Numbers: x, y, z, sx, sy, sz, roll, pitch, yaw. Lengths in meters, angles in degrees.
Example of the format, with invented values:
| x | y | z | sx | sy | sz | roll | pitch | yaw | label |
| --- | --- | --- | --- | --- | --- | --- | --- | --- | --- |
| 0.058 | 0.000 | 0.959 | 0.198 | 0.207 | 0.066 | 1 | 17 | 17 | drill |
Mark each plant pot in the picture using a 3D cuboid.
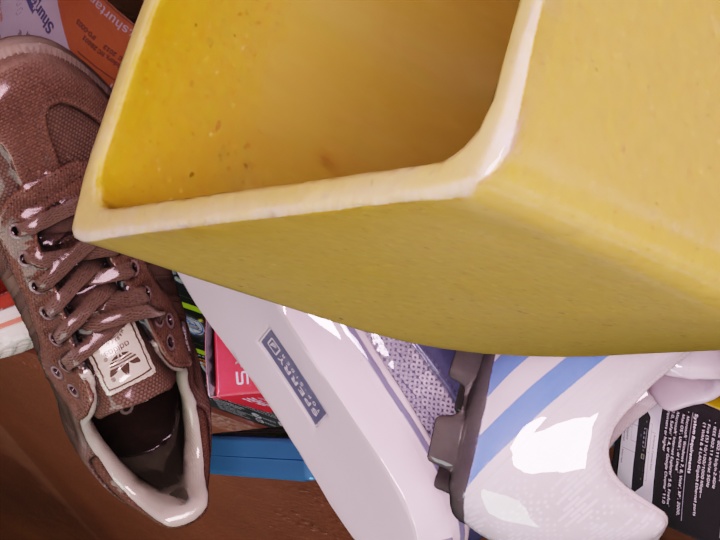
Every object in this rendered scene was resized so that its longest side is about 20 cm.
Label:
| x | y | z | sx | sy | sz | roll | pitch | yaw | label |
| --- | --- | --- | --- | --- | --- | --- | --- | --- | --- |
| 0.073 | -0.066 | 0.784 | 0.200 | 0.196 | 0.194 | 27 | 162 | -31 | plant pot |

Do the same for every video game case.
| x | y | z | sx | sy | sz | roll | pitch | yaw | label |
| --- | --- | --- | --- | --- | --- | --- | --- | --- | --- |
| 0.049 | 0.065 | 1.127 | 0.200 | 0.018 | 0.143 | -5 | 179 | -20 | video game case |

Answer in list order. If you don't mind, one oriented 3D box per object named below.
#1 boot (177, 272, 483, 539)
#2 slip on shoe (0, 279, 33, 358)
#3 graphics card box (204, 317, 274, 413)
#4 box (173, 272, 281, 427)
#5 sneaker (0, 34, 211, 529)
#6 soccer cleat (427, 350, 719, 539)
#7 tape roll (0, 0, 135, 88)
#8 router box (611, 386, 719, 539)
| x | y | z | sx | sy | sz | roll | pitch | yaw | label |
| --- | --- | --- | --- | --- | --- | --- | --- | --- | --- |
| 0.000 | 0.000 | 0.957 | 0.200 | 0.090 | 0.073 | 60 | 153 | 4 | boot |
| -0.115 | -0.023 | 1.126 | 0.074 | 0.200 | 0.061 | -24 | 109 | 24 | slip on shoe |
| 0.056 | 0.023 | 1.049 | 0.200 | 0.051 | 0.125 | -5 | 171 | 19 | graphics card box |
| -0.085 | 0.008 | 1.338 | 0.200 | 0.048 | 0.193 | 18 | 155 | 25 | box |
| -0.089 | 0.007 | 0.991 | 0.076 | 0.070 | 0.200 | 53 | 167 | 47 | sneaker |
| 0.084 | -0.003 | 0.907 | 0.086 | 0.200 | 0.070 | 13 | 166 | 8 | soccer cleat |
| -0.076 | -0.090 | 1.005 | 0.200 | 0.066 | 0.200 | 19 | 145 | 15 | tape roll |
| 0.207 | 0.068 | 0.937 | 0.200 | 0.051 | 0.149 | -3 | -165 | -35 | router box |
